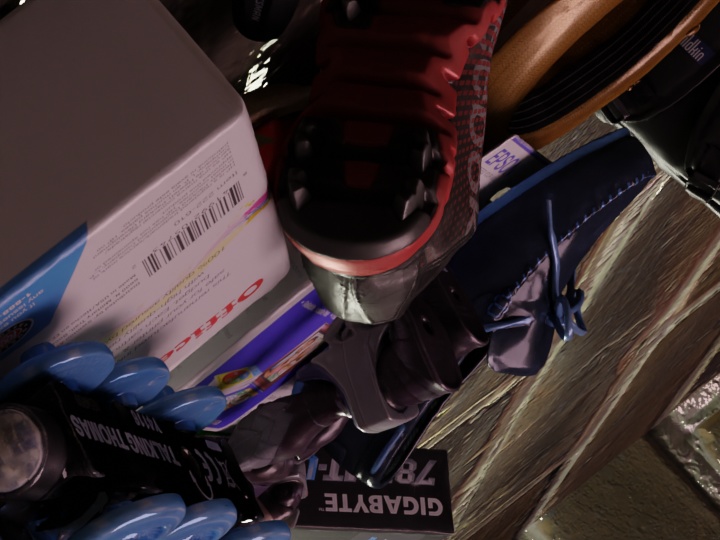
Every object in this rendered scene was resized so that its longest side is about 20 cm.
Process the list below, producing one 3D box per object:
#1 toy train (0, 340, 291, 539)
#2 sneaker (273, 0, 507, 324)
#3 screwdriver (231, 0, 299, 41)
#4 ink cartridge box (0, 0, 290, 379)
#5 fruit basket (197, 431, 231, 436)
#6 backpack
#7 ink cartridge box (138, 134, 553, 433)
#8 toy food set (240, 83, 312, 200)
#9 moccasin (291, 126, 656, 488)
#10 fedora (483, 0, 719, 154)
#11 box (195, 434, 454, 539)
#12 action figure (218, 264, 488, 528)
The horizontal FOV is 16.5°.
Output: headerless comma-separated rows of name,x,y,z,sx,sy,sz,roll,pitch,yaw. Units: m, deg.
toy train,-0.104,0.087,0.872,0.114,0.087,0.200,-30,162,10
sneaker,0.016,-0.063,0.964,0.098,0.071,0.201,83,18,-53
screwdriver,-0.021,-0.132,0.867,0.028,0.029,0.200,-36,171,-21
ink cartridge box,-0.110,-0.012,0.900,0.144,0.085,0.200,-39,165,-8
fruit basket,-0.119,0.152,1.384,0.215,0.156,0.216,-7,127,-9
backpack,0.227,-0.145,1.317,0.200,0.163,0.154,-55,171,26
ink cartridge box,0.000,0.000,1.107,0.200,0.043,0.198,-37,167,8
toy food set,-0.075,-0.006,1.102,0.198,0.049,0.200,-42,168,3
moccasin,0.060,0.019,1.083,0.200,0.068,0.080,-43,165,26
fedora,0.095,-0.131,1.102,0.201,0.082,0.201,-38,167,-11
box,-0.086,0.126,1.195,0.198,0.050,0.200,5,159,-26
action figure,-0.039,0.072,1.029,0.200,0.069,0.130,-38,167,20
